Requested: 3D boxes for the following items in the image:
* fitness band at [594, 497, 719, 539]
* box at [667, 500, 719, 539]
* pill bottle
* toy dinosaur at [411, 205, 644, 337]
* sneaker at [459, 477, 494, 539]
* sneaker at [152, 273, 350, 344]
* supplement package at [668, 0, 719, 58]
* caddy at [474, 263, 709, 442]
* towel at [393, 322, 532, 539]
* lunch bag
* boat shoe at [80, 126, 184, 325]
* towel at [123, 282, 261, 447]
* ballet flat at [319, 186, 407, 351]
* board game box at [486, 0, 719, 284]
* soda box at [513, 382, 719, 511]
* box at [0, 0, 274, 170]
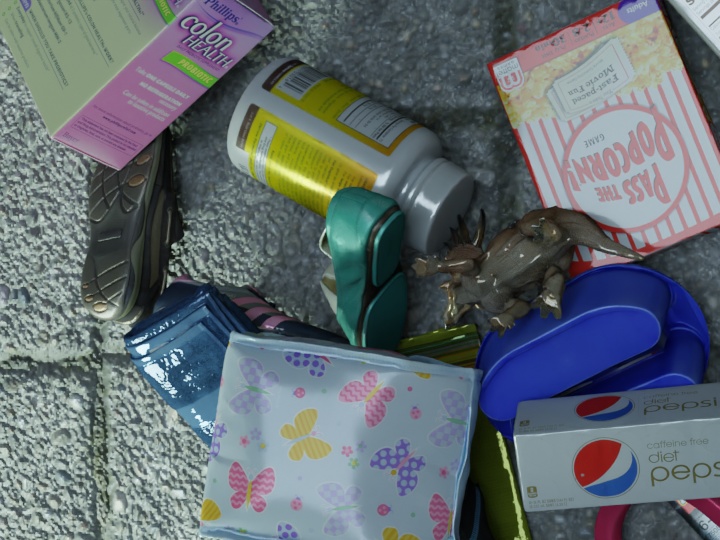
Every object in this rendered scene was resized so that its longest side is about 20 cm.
[{"bbox_3d":[0.275,0.239,1.252,0.200,0.037,0.144,42,130,19],"label":"fitness band"},{"bbox_3d":[0.353,0.155,1.254,0.137,0.040,0.200,47,105,16],"label":"box"},{"bbox_3d":[-0.007,-0.093,1.354,0.200,0.109,0.110,30,100,18],"label":"pill bottle"},{"bbox_3d":[0.129,-0.013,1.280,0.199,0.136,0.086,-22,101,24],"label":"toy dinosaur"},{"bbox_3d":[0.054,0.179,1.339,0.073,0.082,0.201,-41,58,34],"label":"sneaker"},{"bbox_3d":[-0.083,0.048,1.408,0.199,0.082,0.070,16,132,0],"label":"sneaker"},{"bbox_3d":[0.321,-0.205,1.223,0.120,0.121,0.200,-42,76,16],"label":"supplement package"},{"bbox_3d":[0.185,0.082,1.287,0.199,0.105,0.142,-29,104,18],"label":"caddy"},{"bbox_3d":[0.084,0.150,1.368,0.086,0.018,0.201,-16,84,21],"label":"towel"},{"bbox_3d":[-0.011,0.144,1.262,0.199,0.127,0.170,7,89,15],"label":"lunch bag"},{"bbox_3d":[-0.203,-0.043,1.450,0.074,0.073,0.201,-3,68,34],"label":"boat shoe"},{"bbox_3d":[-0.108,0.109,1.371,0.111,0.049,0.200,-30,113,27],"label":"towel"},{"bbox_3d":[0.000,0.000,1.313,0.070,0.200,0.067,33,59,23],"label":"ballet flat"},{"bbox_3d":[0.211,-0.107,1.305,0.151,0.046,0.201,-24,82,19],"label":"board game box"},{"bbox_3d":[0.219,0.132,1.207,0.199,0.064,0.068,-7,109,11],"label":"soda box"},{"bbox_3d":[-0.206,-0.226,1.412,0.200,0.097,0.176,-41,58,17],"label":"box"}]
